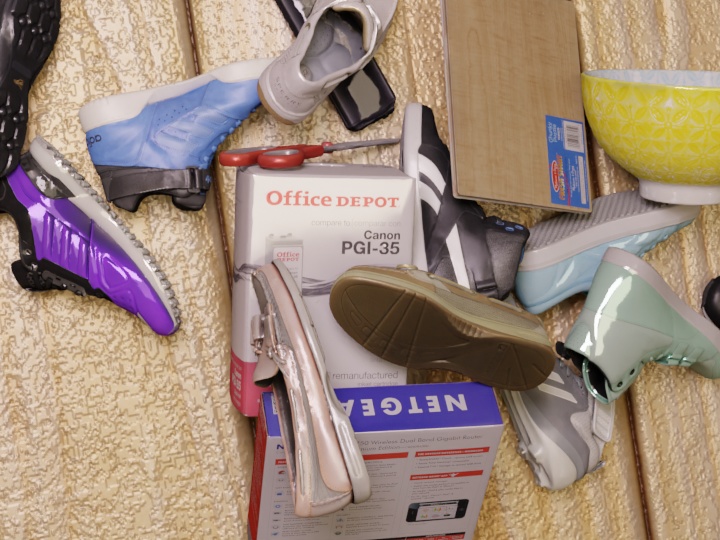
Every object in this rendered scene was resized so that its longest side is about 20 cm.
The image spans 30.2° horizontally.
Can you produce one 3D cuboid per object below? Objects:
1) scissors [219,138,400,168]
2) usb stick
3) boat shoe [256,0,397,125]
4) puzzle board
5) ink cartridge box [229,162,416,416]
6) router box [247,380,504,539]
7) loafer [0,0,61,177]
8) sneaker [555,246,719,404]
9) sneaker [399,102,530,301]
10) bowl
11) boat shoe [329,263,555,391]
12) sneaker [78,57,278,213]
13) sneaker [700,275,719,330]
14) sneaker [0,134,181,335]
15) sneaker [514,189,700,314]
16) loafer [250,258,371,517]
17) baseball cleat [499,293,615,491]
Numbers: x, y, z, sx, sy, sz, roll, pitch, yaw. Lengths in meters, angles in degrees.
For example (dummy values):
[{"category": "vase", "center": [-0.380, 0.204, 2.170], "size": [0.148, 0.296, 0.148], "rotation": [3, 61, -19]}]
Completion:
[{"category": "scissors", "center": [-0.042, -0.107, 1.156], "size": [0.072, 0.199, 0.014], "rotation": [4, 104, 32]}, {"category": "usb stick", "center": [-0.035, -0.220, 1.195], "size": [0.055, 0.033, 0.202], "rotation": [-31, 95, -9]}, {"category": "boat shoe", "center": [-0.011, -0.203, 1.136], "size": [0.071, 0.069, 0.201], "rotation": [42, 53, -14]}, {"category": "puzzle board", "center": [0.135, -0.154, 1.175], "size": [0.149, 0.017, 0.203], "rotation": [6, 75, -32]}, {"category": "ink cartridge box", "center": [-0.034, 0.014, 1.125], "size": [0.144, 0.083, 0.203], "rotation": [0, 99, -13]}, {"category": "router box", "center": [0.009, 0.175, 1.129], "size": [0.197, 0.049, 0.181], "rotation": [-1, 133, -12]}, {"category": "loafer", "center": [-0.305, -0.174, 1.119], "size": [0.069, 0.068, 0.204], "rotation": [3, 73, 27]}, {"category": "sneaker", "center": [0.254, 0.076, 1.208], "size": [0.200, 0.073, 0.119], "rotation": [36, 83, -35]}, {"category": "sneaker", "center": [0.092, -0.053, 1.174], "size": [0.110, 0.073, 0.203], "rotation": [-1, 68, -3]}, {"category": "bowl", "center": [0.292, -0.118, 1.188], "size": [0.197, 0.200, 0.110], "rotation": [-2, 103, -12]}, {"category": "boat shoe", "center": [0.066, 0.038, 1.087], "size": [0.198, 0.064, 0.074], "rotation": [17, 125, -15]}, {"category": "sneaker", "center": [-0.133, -0.110, 1.149], "size": [0.197, 0.077, 0.113], "rotation": [-16, 91, -12]}, {"category": "sneaker", "center": [0.419, 0.056, 1.253], "size": [0.198, 0.090, 0.071], "rotation": [27, 83, -10]}, {"category": "sneaker", "center": [-0.239, -0.008, 1.134], "size": [0.099, 0.070, 0.201], "rotation": [-41, 93, -3]}, {"category": "sneaker", "center": [0.226, -0.016, 1.234], "size": [0.197, 0.074, 0.083], "rotation": [-18, 114, -11]}, {"category": "loafer", "center": [-0.053, 0.089, 1.020], "size": [0.062, 0.072, 0.202], "rotation": [-19, 73, -11]}, {"category": "baseball cleat", "center": [0.169, 0.095, 1.220], "size": [0.105, 0.070, 0.203], "rotation": [-22, 102, -18]}]
